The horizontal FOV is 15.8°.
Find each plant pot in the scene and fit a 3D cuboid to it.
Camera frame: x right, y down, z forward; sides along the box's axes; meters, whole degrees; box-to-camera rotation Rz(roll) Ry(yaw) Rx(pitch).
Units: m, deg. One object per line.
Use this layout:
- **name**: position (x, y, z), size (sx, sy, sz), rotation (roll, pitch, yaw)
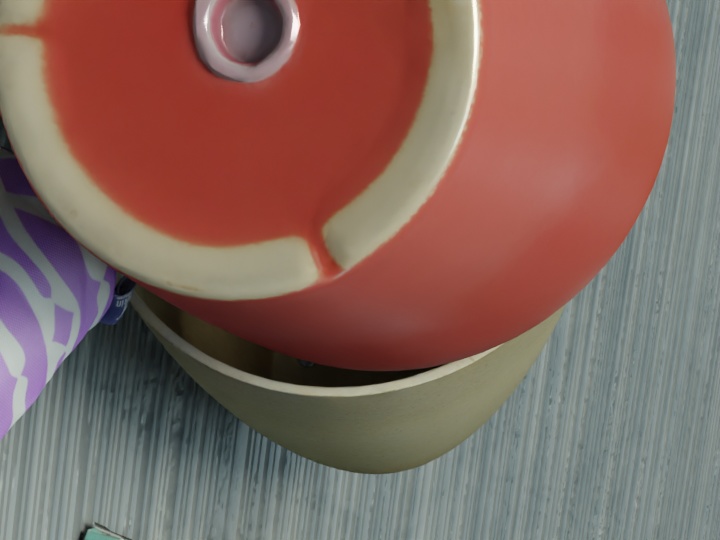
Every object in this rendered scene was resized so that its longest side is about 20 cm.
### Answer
- **plant pot**: position (-0.014, -0.064, 0.784), size (0.177, 0.199, 0.202), rotation (0, 101, -76)
- **plant pot**: position (0.000, 0.000, 0.998), size (0.200, 0.186, 0.188), rotation (82, 29, -64)

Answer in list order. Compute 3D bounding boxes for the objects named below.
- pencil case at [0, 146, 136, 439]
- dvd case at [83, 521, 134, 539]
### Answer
- **pencil case**: position (-0.154, 0.044, 0.792), size (0.085, 0.084, 0.200), rotation (-44, -175, 48)
- **dvd case**: position (-0.079, 0.192, 1.065), size (0.200, 0.022, 0.147), rotation (36, 69, -64)
